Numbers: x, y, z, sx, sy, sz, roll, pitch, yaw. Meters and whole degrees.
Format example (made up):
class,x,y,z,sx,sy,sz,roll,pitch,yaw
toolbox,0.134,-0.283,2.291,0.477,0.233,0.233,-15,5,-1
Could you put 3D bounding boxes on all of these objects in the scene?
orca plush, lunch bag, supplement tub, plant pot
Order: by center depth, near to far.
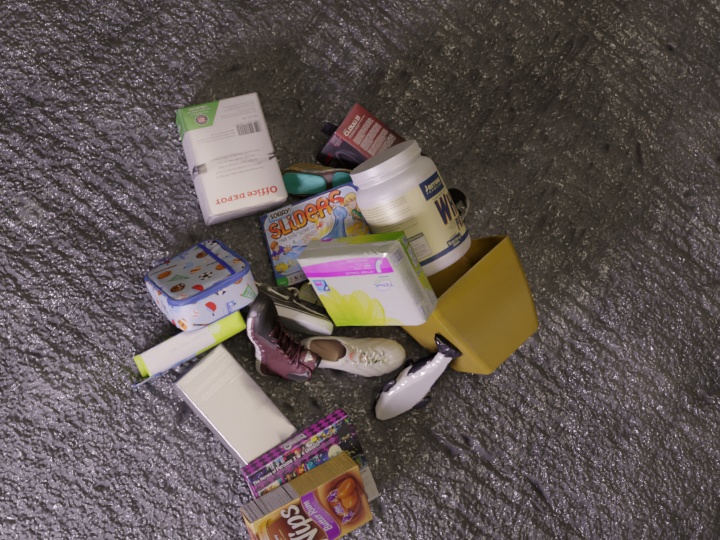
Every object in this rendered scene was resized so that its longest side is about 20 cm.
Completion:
class,x,y,z,sx,sy,sz,roll,pitch,yaw
lunch bag,-0.261,0.017,1.662,0.160,0.200,0.076,-29,120,-17
supplement tub,0.081,-0.099,1.665,0.145,0.145,0.201,-32,104,-19
orca plush,0.086,0.174,1.751,0.105,0.201,0.071,10,40,-27
plant pot,0.193,0.072,1.780,0.200,0.200,0.177,-40,103,-19

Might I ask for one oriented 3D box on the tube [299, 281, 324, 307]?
class,x,y,z,sx,sy,sz,roll,pitch,yaw
tube,-0.050,-0.034,1.804,0.058,0.052,0.201,12,79,26

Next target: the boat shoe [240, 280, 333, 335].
class,x,y,z,sx,sy,sz,roll,pitch,yaw
boat shoe,-0.135,0.055,1.727,0.199,0.071,0.064,19,71,9

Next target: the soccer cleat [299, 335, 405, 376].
class,x,y,z,sx,sy,sz,roll,pitch,yaw
soccer cleat,-0.012,0.147,1.759,0.199,0.078,0.070,4,78,-15

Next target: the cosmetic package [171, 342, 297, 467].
class,x,y,z,sx,sy,sz,roll,pitch,yaw
cosmetic package,-0.211,0.230,1.686,0.107,0.090,0.200,-40,94,-18

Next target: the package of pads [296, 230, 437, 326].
class,x,y,z,sx,sy,sz,roll,pitch,yaw
package of pads,0.013,0.020,1.640,0.068,0.199,0.155,-54,126,-38

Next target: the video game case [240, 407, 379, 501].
class,x,y,z,sx,sy,sz,roll,pitch,yaw
video game case,-0.080,0.353,1.679,0.199,0.036,0.182,-30,119,-18

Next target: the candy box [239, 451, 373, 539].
class,x,y,z,sx,sy,sz,roll,pitch,yaw
candy box,-0.085,0.395,1.635,0.199,0.056,0.117,-25,118,-19

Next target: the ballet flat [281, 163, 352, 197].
class,x,y,z,sx,sy,sz,roll,pitch,yaw
ballet flat,-0.045,-0.156,1.783,0.199,0.071,0.071,10,74,19

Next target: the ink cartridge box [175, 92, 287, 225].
class,x,y,z,sx,sy,sz,roll,pitch,yaw
ink cartridge box,-0.227,-0.193,1.764,0.145,0.084,0.201,-14,84,-17

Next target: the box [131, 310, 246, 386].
class,x,y,z,sx,sy,sz,roll,pitch,yaw
box,-0.292,0.125,1.663,0.199,0.122,0.048,-28,91,-19

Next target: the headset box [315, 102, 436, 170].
class,x,y,z,sx,sy,sz,roll,pitch,yaw
headset box,0.017,-0.202,1.799,0.200,0.149,0.075,37,71,-7

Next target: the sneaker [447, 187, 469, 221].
class,x,y,z,sx,sy,sz,roll,pitch,yaw
sneaker,0.137,-0.053,1.845,0.074,0.088,0.200,42,95,22

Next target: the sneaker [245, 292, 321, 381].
class,x,y,z,sx,sy,sz,roll,pitch,yaw
sneaker,-0.119,0.117,1.665,0.115,0.201,0.076,17,56,16

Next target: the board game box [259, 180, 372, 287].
class,x,y,z,sx,sy,sz,roll,pitch,yaw
board game box,-0.069,-0.060,1.744,0.199,0.034,0.136,-19,82,24
